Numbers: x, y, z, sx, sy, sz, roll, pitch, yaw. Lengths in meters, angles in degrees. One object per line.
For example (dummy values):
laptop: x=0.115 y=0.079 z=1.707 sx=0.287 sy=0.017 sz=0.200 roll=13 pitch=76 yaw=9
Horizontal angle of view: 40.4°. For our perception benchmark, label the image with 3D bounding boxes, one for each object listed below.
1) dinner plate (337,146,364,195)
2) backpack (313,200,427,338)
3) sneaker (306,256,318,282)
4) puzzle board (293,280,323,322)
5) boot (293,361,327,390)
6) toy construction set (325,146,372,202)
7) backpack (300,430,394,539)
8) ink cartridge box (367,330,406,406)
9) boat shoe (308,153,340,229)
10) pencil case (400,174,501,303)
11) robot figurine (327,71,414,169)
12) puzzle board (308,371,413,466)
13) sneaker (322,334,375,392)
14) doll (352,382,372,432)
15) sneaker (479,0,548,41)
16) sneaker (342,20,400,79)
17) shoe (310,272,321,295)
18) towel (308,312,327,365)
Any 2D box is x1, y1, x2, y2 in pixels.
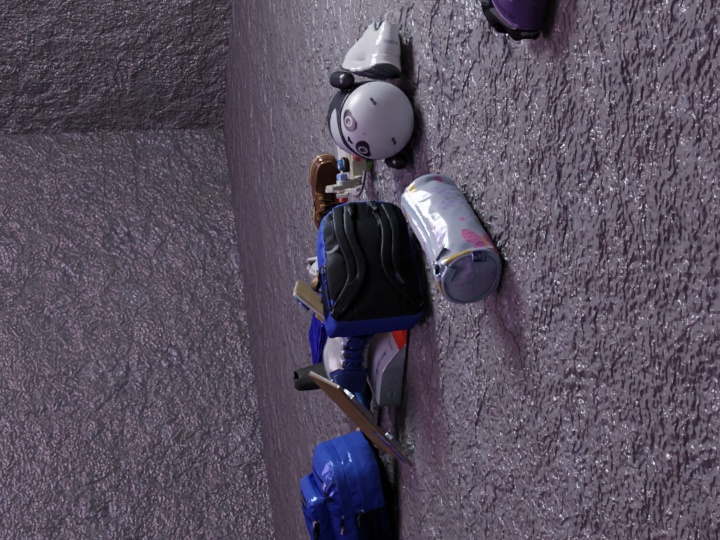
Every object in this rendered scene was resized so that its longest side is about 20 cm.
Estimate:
dinner plate: x=-0.022 y=-0.250 z=1.944 sx=0.200 sy=0.024 sz=0.204 roll=177 pitch=90 yaw=-76
backpack: x=0.000 y=0.000 z=1.579 sx=0.168 sy=0.160 sz=0.203 roll=126 pitch=137 yaw=-68
sneaker: x=-0.060 y=0.018 z=2.035 sx=0.200 sy=0.086 sz=0.076 roll=-134 pitch=45 yaw=-68
puzzle board: x=-0.070 y=0.081 z=1.920 sx=0.017 sy=0.150 sz=0.200 roll=-50 pitch=5 yaw=4
boot: x=-0.089 y=0.215 z=2.100 sx=0.200 sy=0.136 sz=0.079 roll=180 pitch=86 yaw=-78
toy construction set: x=-0.011 y=-0.225 z=1.783 sx=0.131 sy=0.091 sz=0.203 roll=-140 pitch=58 yaw=-71
backpack: x=-0.026 y=0.414 z=1.813 sx=0.162 sy=0.165 sz=0.203 roll=-143 pitch=44 yaw=-64
ink cartridge box: x=0.038 y=0.111 z=1.724 sx=0.161 sy=0.046 sz=0.203 roll=-113 pitch=21 yaw=-55
boat shoe: x=-0.067 y=-0.155 z=2.069 sx=0.068 sy=0.071 sz=0.202 roll=-115 pitch=18 yaw=-44
pencil case: x=0.114 y=-0.043 z=1.274 sx=0.201 sy=0.089 sz=0.084 roll=-109 pitch=20 yaw=-51
robot figurine: x=0.013 y=-0.241 z=1.574 sx=0.200 sy=0.148 sz=0.127 roll=-143 pitch=67 yaw=-73
puzzle board: x=0.002 y=0.254 z=1.697 sx=0.200 sy=0.017 sz=0.150 roll=48 pitch=166 yaw=-18
sneaker: x=-0.015 y=0.117 z=1.704 sx=0.115 sy=0.079 sz=0.203 roll=-156 pitch=68 yaw=-76
doll: x=-0.001 y=0.234 z=1.843 sx=0.137 sy=0.048 sz=0.202 roll=-108 pitch=6 yaw=-45
sneaker: x=0.149 y=-0.316 z=1.100 sx=0.201 sy=0.074 sz=0.089 roll=-114 pitch=18 yaw=-56
sneaker: x=0.026 y=-0.362 z=1.614 sx=0.200 sy=0.073 sz=0.089 roll=-155 pitch=75 yaw=-68
shoe: x=-0.032 y=-0.028 z=1.910 sx=0.053 sy=0.069 sz=0.202 roll=44 pitch=121 yaw=29
towel: x=-0.091 y=0.131 z=2.276 sx=0.201 sy=0.049 sz=0.149 roll=102 pitch=159 yaw=-49
